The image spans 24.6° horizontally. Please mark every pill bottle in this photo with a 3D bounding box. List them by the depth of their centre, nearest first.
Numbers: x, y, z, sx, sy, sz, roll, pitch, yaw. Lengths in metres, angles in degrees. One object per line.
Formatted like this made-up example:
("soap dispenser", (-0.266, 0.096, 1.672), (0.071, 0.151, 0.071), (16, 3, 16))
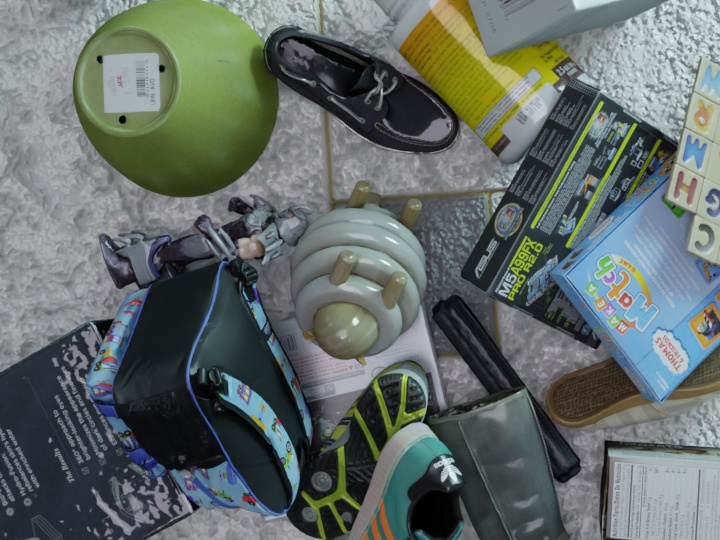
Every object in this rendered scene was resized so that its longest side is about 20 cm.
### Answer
("pill bottle", (0.105, -0.201, 1.486), (0.109, 0.109, 0.200), (-44, 86, 6))

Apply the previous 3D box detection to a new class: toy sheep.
("toy sheep", (0.000, 0.000, 1.481), (0.137, 0.201, 0.139), (9, 135, 9))

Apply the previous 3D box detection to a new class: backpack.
("backpack", (-0.128, 0.119, 1.450), (0.134, 0.183, 0.201), (-15, 125, 21))

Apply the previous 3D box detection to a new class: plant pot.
("plant pot", (-0.181, -0.162, 1.479), (0.185, 0.200, 0.189), (0, 91, 7))

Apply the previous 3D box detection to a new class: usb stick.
("usb stick", (0.133, 0.108, 1.519), (0.033, 0.055, 0.201), (-36, 87, -9))

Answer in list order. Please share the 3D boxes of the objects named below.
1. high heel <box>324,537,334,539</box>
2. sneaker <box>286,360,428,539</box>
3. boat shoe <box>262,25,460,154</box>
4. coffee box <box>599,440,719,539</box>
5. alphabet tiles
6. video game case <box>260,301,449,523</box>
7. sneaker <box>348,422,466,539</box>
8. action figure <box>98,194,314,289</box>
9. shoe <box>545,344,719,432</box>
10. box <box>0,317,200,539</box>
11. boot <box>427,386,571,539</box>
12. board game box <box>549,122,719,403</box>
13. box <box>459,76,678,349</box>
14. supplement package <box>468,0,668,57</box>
("high heel", (-0.063, 0.353, 1.539), (0.141, 0.071, 0.202), (-9, 99, 1))
("sneaker", (0.004, 0.166, 1.510), (0.075, 0.076, 0.200), (39, 113, 1))
("boat shoe", (0.001, -0.163, 1.515), (0.199, 0.063, 0.073), (27, 91, -4))
("coffee box", (0.313, 0.201, 1.469), (0.198, 0.113, 0.081), (3, 92, 8))
("alphabet tiles", (0.344, -0.093, 1.448), (0.166, 0.006, 0.201), (23, 75, -26))
("video game case", (-0.018, 0.126, 1.555), (0.198, 0.023, 0.183), (-14, 89, 7))
("sneaker", (0.043, 0.233, 1.462), (0.080, 0.071, 0.201), (46, 139, 37))
("action figure", (-0.133, -0.028, 1.519), (0.199, 0.130, 0.070), (-15, 91, 18))
("shoe", (0.265, 0.100, 1.508), (0.198, 0.053, 0.070), (-16, 61, 3))
("box", (-0.272, 0.176, 1.541), (0.199, 0.117, 0.198), (-28, 88, 6))
("boot", (0.107, 0.223, 1.495), (0.181, 0.073, 0.201), (-25, 102, 12))
("board game box", (0.284, -0.007, 1.456), (0.200, 0.037, 0.152), (-43, 106, -12))
("box", (0.197, -0.047, 1.463), (0.160, 0.044, 0.201), (25, 96, -39))
("supplement package", (0.191, -0.271, 1.418), (0.117, 0.199, 0.118), (-23, 87, 51))
